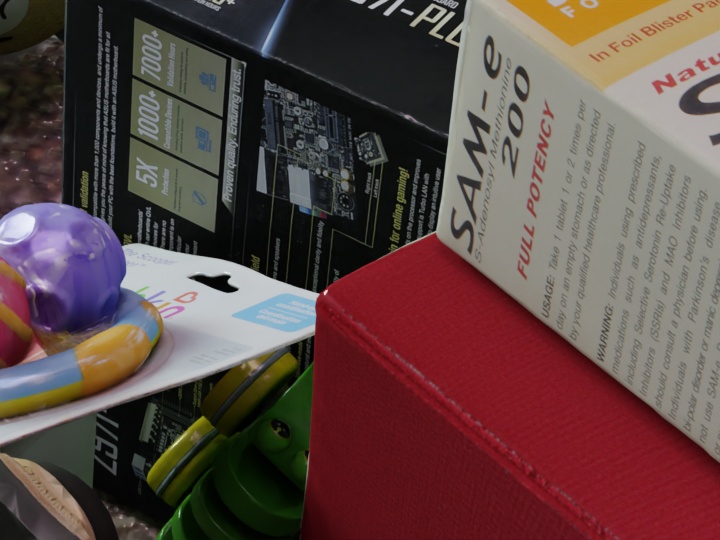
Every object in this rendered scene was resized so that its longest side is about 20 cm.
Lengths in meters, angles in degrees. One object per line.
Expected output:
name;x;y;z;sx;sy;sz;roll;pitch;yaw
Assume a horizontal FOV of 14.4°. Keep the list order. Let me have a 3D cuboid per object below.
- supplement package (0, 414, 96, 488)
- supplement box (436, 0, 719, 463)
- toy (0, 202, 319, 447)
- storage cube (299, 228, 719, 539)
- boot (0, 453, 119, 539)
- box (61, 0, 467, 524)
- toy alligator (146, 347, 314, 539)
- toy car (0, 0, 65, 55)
supplement package;-0.189;0.061;0.809;0.200;0.117;0.117;26;43;21
supplement box;0.129;-0.005;0.624;0.126;0.074;0.200;-25;48;-33
toy;-0.113;0.014;0.716;0.200;0.047;0.115;-23;23;-32
storage cube;0.100;0.082;0.707;0.200;0.171;0.180;-26;50;-32
boot;-0.063;0.094;0.728;0.138;0.200;0.077;-27;65;-36
box;0.000;0.000;0.839;0.164;0.200;0.086;25;45;20
toy alligator;-0.018;0.051;0.787;0.059;0.200;0.054;44;48;5
toy car;-0.140;-0.108;0.991;0.200;0.164;0.158;5;40;-20
